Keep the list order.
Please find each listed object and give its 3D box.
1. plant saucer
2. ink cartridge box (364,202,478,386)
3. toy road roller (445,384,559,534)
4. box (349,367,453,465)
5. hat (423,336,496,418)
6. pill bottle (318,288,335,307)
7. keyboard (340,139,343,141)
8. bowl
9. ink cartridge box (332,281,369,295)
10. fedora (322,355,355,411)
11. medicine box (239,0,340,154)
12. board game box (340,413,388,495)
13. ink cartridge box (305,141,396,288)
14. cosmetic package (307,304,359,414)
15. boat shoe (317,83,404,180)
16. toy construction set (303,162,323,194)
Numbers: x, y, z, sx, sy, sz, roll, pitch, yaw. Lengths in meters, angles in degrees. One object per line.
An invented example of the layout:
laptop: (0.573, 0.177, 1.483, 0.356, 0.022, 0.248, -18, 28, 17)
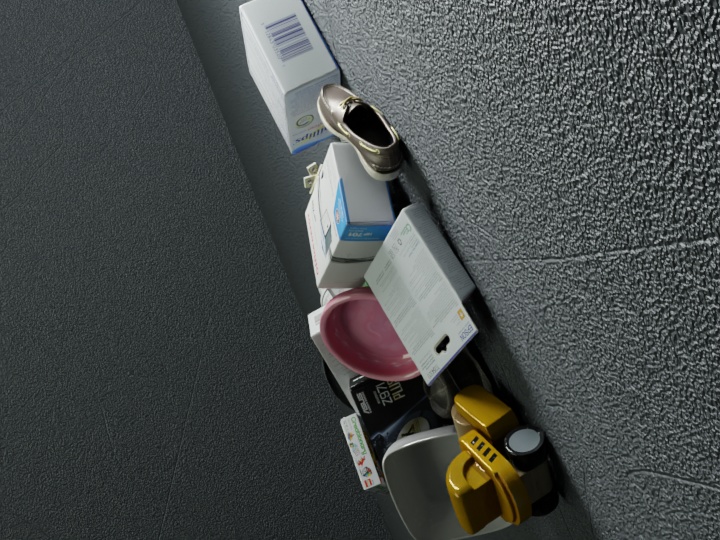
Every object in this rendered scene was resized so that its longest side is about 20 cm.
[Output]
plant saucer: (0.032, 0.097, 1.556, 0.051, 0.197, 0.203, -68, -28, -44)
ink cartridge box: (0.093, 0.037, 1.357, 0.202, 0.043, 0.197, 58, 151, 16)
toy road roller: (0.170, 0.270, 1.316, 0.200, 0.144, 0.125, 39, 153, 55)
box: (0.090, 0.256, 1.667, 0.086, 0.161, 0.203, -87, -26, -85)
hat: (0.144, 0.184, 1.479, 0.203, 0.080, 0.201, 62, 170, 19)
pill bottle: (-0.021, 0.077, 2.032, 0.201, 0.109, 0.112, 54, 165, 52)
keyboard: (0.009, -0.142, 1.645, 0.056, 0.011, 0.203, -150, 37, -74)
bowl: (0.149, 0.343, 1.578, 0.075, 0.196, 0.203, -71, -38, -64)
ink cartridge box: (0.000, 0.000, 1.692, 0.201, 0.086, 0.147, 52, 156, 33)
fedora: (0.021, 0.181, 1.873, 0.091, 0.199, 0.204, -18, 97, 60)
medicine box: (-0.114, -0.331, 1.583, 0.184, 0.101, 0.201, 62, 170, 19)
board game box: (0.018, 0.333, 1.701, 0.200, 0.034, 0.128, 54, -165, -71)
ink cartridge box: (-0.020, -0.082, 1.485, 0.201, 0.084, 0.149, 119, 144, -56)
cosmetic package: (-0.019, 0.165, 1.748, 0.202, 0.070, 0.102, 61, -176, -21)
boat shoe: (-0.002, -0.213, 1.364, 0.201, 0.071, 0.060, 55, 160, 34)
toy construction set: (-0.062, -0.118, 1.841, 0.131, 0.092, 0.201, 43, -166, -36)
